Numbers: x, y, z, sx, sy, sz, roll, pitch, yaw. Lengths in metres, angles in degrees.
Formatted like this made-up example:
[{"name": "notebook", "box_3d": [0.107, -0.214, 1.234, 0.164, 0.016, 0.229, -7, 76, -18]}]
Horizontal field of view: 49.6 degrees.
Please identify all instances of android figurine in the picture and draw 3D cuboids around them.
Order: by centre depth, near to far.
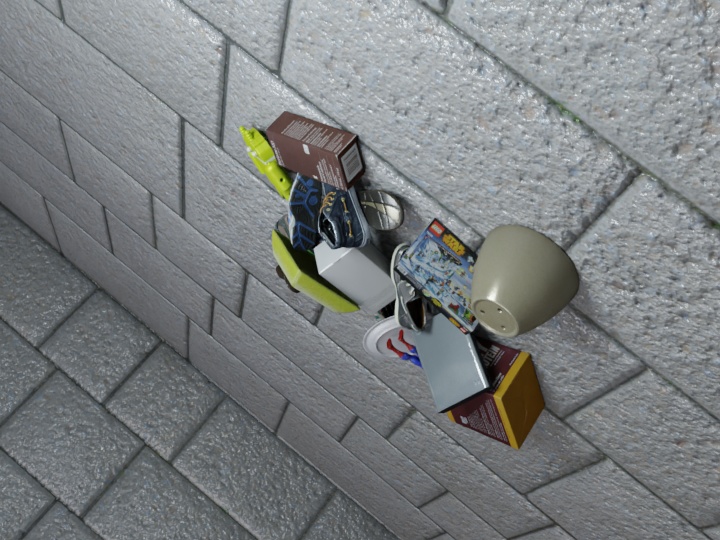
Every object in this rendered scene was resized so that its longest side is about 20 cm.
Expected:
[{"name": "android figurine", "box_3d": [-0.208, -0.240, 1.754, 0.201, 0.041, 0.182, 57, 173, -32]}]

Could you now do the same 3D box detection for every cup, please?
[{"name": "cup", "box_3d": [0.284, 0.038, 1.450, 0.199, 0.144, 0.201, 31, 152, 19]}]

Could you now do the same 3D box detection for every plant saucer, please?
[{"name": "plant saucer", "box_3d": [-0.113, 0.013, 1.756, 0.199, 0.048, 0.200, 34, -168, -37]}]

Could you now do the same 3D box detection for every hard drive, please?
[{"name": "hard drive", "box_3d": [0.199, 0.194, 1.723, 0.139, 0.202, 0.033, -33, 151, 28]}]

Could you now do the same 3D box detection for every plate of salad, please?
[{"name": "plate of salad", "box_3d": [0.101, 0.152, 1.878, 0.201, 0.196, 0.049, 90, 171, -52]}]

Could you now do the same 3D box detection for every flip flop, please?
[{"name": "flip flop", "box_3d": [0.026, -0.129, 1.636, 0.199, 0.057, 0.083, 8, 99, 51]}]

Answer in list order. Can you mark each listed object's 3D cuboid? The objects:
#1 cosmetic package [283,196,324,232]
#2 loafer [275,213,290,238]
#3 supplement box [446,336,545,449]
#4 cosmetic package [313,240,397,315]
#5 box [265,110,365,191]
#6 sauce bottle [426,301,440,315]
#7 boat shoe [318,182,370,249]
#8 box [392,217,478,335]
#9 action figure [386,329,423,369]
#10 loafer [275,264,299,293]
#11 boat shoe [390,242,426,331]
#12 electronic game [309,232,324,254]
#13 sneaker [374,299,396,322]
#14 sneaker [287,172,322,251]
[{"name": "cosmetic package", "box_3d": [-0.085, -0.125, 1.800, 0.198, 0.051, 0.083, 17, 144, 39]}, {"name": "loafer", "box_3d": [-0.132, -0.058, 1.947, 0.200, 0.072, 0.063, 45, 147, -3]}, {"name": "supplement box", "box_3d": [0.293, 0.273, 1.800, 0.198, 0.133, 0.199, 16, 145, 39]}, {"name": "cosmetic package", "box_3d": [0.000, 0.000, 1.728, 0.200, 0.107, 0.086, 42, -157, -39]}, {"name": "box", "box_3d": [-0.093, -0.248, 1.604, 0.198, 0.075, 0.101, 25, 150, 33]}, {"name": "sauce bottle", "box_3d": [0.166, 0.033, 1.686, 0.064, 0.065, 0.201, 30, 152, 21]}, {"name": "boat shoe", "box_3d": [-0.055, -0.135, 1.618, 0.071, 0.090, 0.202, -51, 57, 46]}, {"name": "box", "box_3d": [0.179, 0.011, 1.556, 0.200, 0.137, 0.040, 42, 154, -1]}, {"name": "action figure", "box_3d": [0.154, 0.200, 1.871, 0.199, 0.100, 0.065, 41, 123, -20]}, {"name": "loafer", "box_3d": [-0.175, 0.003, 1.980, 0.073, 0.071, 0.201, 40, -163, -25]}, {"name": "boat shoe", "box_3d": [0.112, 0.038, 1.711, 0.067, 0.071, 0.203, 24, 126, 52]}, {"name": "electronic game", "box_3d": [-0.058, -0.036, 1.844, 0.197, 0.042, 0.200, 22, 168, 5]}, {"name": "sneaker", "box_3d": [0.070, 0.106, 1.943, 0.094, 0.070, 0.201, 49, 169, 40]}, {"name": "sneaker", "box_3d": [-0.132, -0.144, 1.719, 0.077, 0.074, 0.202, -117, 32, -50]}]
